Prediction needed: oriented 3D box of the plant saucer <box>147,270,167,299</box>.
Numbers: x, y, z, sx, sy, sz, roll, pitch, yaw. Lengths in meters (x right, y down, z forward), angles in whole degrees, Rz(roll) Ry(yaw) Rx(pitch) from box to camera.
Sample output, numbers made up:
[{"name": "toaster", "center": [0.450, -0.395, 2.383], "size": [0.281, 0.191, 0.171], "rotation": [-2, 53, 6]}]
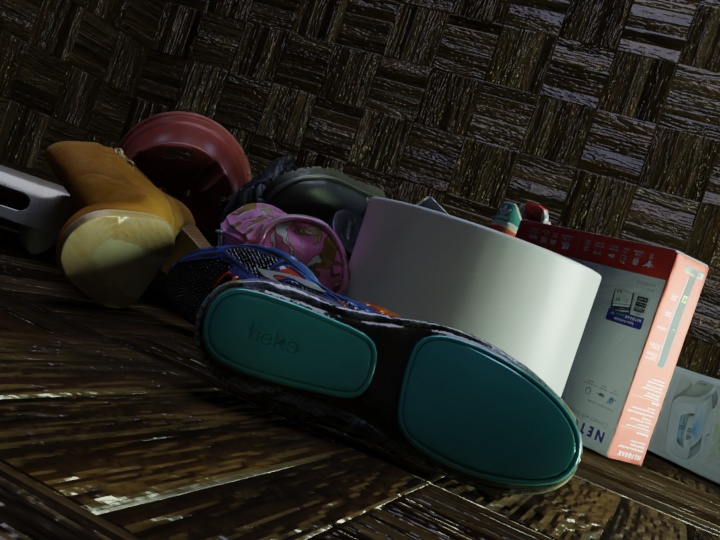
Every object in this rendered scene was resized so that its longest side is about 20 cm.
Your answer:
[{"name": "plant saucer", "center": [-0.124, 0.023, 0.778], "size": [0.198, 0.028, 0.200], "rotation": [20, 0, 0]}]

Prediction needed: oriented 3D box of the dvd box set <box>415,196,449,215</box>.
[{"name": "dvd box set", "center": [0.135, 0.010, 1.150], "size": [0.147, 0.029, 0.201], "rotation": [50, -13, 33]}]

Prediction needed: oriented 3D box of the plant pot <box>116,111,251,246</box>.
[{"name": "plant pot", "center": [-0.235, -0.099, 1.092], "size": [0.199, 0.203, 0.195], "rotation": [19, 8, -13]}]

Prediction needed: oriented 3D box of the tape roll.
[{"name": "tape roll", "center": [0.080, 0.037, 0.698], "size": [0.200, 0.141, 0.203], "rotation": [19, 1, 0]}]

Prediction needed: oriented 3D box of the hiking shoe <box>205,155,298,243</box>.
[{"name": "hiking shoe", "center": [-0.121, -0.079, 0.997], "size": [0.100, 0.076, 0.200], "rotation": [-22, 7, 15]}]

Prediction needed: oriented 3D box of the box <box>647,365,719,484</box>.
[{"name": "box", "center": [0.406, 0.173, 0.860], "size": [0.198, 0.098, 0.176], "rotation": [19, 1, -33]}]

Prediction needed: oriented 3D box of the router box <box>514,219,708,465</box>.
[{"name": "router box", "center": [0.201, 0.057, 0.788], "size": [0.048, 0.182, 0.199], "rotation": [19, 0, -32]}]

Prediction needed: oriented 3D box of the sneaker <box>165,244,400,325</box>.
[{"name": "sneaker", "center": [-0.053, 0.028, 0.534], "size": [0.198, 0.076, 0.078], "rotation": [18, 3, 31]}]

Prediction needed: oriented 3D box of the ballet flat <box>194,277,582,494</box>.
[{"name": "ballet flat", "center": [0.014, 0.057, 0.432], "size": [0.198, 0.073, 0.072], "rotation": [21, 1, 0]}]

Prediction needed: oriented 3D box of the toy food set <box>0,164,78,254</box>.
[{"name": "toy food set", "center": [-0.312, -0.053, 0.730], "size": [0.142, 0.061, 0.200], "rotation": [19, -8, -21]}]

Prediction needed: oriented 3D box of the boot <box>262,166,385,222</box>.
[{"name": "boot", "center": [0.001, -0.001, 0.860], "size": [0.180, 0.202, 0.072], "rotation": [5, -32, -41]}]

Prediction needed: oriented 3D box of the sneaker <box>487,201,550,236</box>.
[{"name": "sneaker", "center": [0.209, -0.025, 0.984], "size": [0.070, 0.095, 0.199], "rotation": [21, 5, 43]}]

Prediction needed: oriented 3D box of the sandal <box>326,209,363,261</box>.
[{"name": "sandal", "center": [0.054, 0.002, 0.818], "size": [0.199, 0.077, 0.043], "rotation": [27, -48, -28]}]

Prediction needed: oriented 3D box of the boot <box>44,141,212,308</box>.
[{"name": "boot", "center": [-0.186, -0.044, 0.607], "size": [0.144, 0.071, 0.201], "rotation": [42, 6, 17]}]

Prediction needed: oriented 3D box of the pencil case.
[{"name": "pencil case", "center": [-0.071, -0.014, 0.729], "size": [0.086, 0.084, 0.200], "rotation": [-26, 14, -12]}]
